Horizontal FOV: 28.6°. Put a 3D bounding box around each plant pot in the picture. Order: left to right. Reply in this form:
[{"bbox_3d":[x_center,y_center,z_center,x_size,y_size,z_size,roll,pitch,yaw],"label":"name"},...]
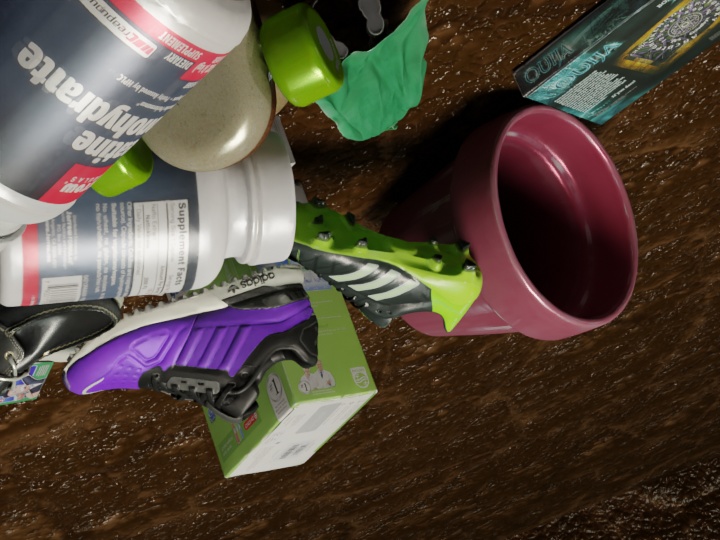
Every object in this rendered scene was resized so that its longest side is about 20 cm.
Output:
[{"bbox_3d":[0.118,-0.024,1.252,0.198,0.203,0.178,2,162,-45],"label":"plant pot"}]

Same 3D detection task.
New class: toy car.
[{"bbox_3d":[-0.092,-0.149,0.886,0.162,0.160,0.200,-22,-174,16],"label":"toy car"}]

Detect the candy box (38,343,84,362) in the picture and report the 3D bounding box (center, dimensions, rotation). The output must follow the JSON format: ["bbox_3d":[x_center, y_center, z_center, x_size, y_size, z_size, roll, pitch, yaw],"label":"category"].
[{"bbox_3d":[-0.288,0.014,1.044,0.197,0.062,0.137,-1,148,-15],"label":"candy box"}]

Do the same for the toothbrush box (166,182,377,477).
[{"bbox_3d":[-0.082,0.050,1.193,0.085,0.202,0.146,-6,153,-35],"label":"toothbrush box"}]

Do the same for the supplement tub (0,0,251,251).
[{"bbox_3d":[-0.167,-0.116,0.732,0.200,0.141,0.140,-40,153,17],"label":"supplement tub"}]

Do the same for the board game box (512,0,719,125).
[{"bbox_3d":[0.238,-0.197,1.165,0.199,0.028,0.134,-36,154,30],"label":"board game box"}]

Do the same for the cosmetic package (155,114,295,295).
[{"bbox_3d":[-0.143,-0.052,1.106,0.082,0.051,0.200,6,145,-42],"label":"cosmetic package"}]

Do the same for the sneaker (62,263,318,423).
[{"bbox_3d":[-0.121,0.071,1.056,0.198,0.101,0.070,-20,171,-9],"label":"sneaker"}]

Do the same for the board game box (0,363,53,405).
[{"bbox_3d":[-0.329,0.069,1.232,0.133,0.029,0.200,-7,153,-31],"label":"board game box"}]

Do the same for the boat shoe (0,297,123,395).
[{"bbox_3d":[-0.256,0.062,1.009,0.197,0.068,0.072,-20,149,12],"label":"boat shoe"}]

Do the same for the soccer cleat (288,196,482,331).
[{"bbox_3d":[0.000,0.000,1.121,0.197,0.068,0.082,16,122,-12],"label":"soccer cleat"}]

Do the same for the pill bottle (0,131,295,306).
[{"bbox_3d":[-0.150,-0.044,0.953,0.197,0.121,0.120,-5,153,-19],"label":"pill bottle"}]

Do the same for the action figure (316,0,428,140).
[{"bbox_3d":[0.007,-0.139,1.038,0.117,0.055,0.200,-33,166,-1],"label":"action figure"}]
